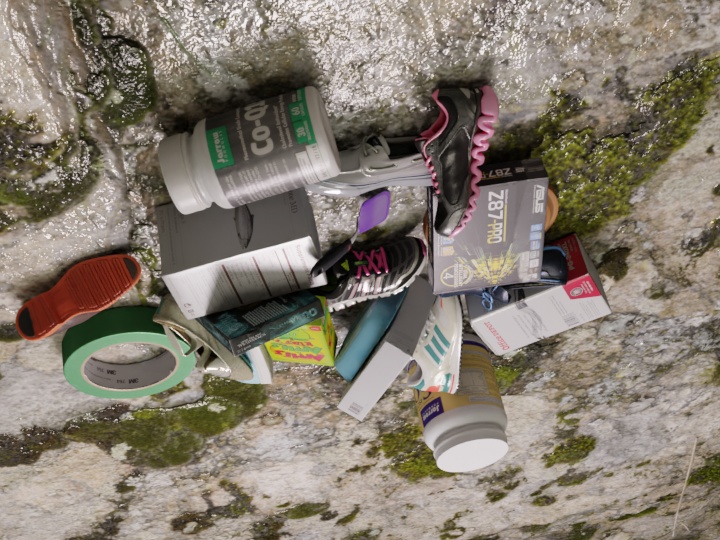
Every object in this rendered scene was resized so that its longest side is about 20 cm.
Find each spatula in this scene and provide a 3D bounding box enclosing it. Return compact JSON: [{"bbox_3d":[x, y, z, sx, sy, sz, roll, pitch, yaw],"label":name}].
[{"bbox_3d":[-0.013,-0.046,1.550,0.020,0.200,0.057,22,131,17],"label":"spatula"}]

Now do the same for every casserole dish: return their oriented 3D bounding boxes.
[{"bbox_3d":[0.012,0.087,1.794,0.039,0.121,0.200,29,133,-3],"label":"casserole dish"}]

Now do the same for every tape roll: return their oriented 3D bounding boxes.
[{"bbox_3d":[-0.354,0.128,1.783,0.199,0.048,0.201,-10,147,-6],"label":"tape roll"}]

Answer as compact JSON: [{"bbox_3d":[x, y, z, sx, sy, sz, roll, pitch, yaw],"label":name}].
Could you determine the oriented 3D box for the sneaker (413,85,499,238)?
[{"bbox_3d":[0.108,-0.140,1.469,0.095,0.079,0.201,6,108,-14],"label":"sneaker"}]

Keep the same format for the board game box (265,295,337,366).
[{"bbox_3d":[-0.095,0.089,1.752,0.101,0.048,0.200,5,159,6],"label":"board game box"}]

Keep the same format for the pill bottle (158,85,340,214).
[{"bbox_3d":[-0.132,-0.140,1.394,0.199,0.114,0.113,-17,147,6],"label":"pill bottle"}]

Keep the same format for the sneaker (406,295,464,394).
[{"bbox_3d":[0.113,0.108,1.842,0.093,0.070,0.201,0,117,-2],"label":"sneaker"}]

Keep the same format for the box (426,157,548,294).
[{"bbox_3d":[0.174,-0.059,1.617,0.160,0.049,0.201,-9,136,-5],"label":"box"}]

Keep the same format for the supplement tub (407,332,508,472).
[{"bbox_3d":[0.166,0.222,1.962,0.145,0.201,0.146,-9,147,-6],"label":"supplement tub"}]

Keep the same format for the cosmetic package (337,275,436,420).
[{"bbox_3d":[0.042,0.121,1.814,0.052,0.151,0.200,31,137,-3],"label":"cosmetic package"}]

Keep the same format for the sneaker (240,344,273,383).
[{"bbox_3d":[-0.185,0.126,1.812,0.081,0.074,0.200,-5,145,0],"label":"sneaker"}]

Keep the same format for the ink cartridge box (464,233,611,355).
[{"bbox_3d":[0.275,0.042,1.836,0.199,0.084,0.145,-22,146,15],"label":"ink cartridge box"}]

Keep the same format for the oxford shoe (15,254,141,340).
[{"bbox_3d":[-0.386,0.033,1.629,0.199,0.071,0.073,-25,174,13],"label":"oxford shoe"}]

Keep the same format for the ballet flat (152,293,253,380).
[{"bbox_3d":[-0.238,0.115,1.734,0.067,0.062,0.200,-3,136,48],"label":"ballet flat"}]

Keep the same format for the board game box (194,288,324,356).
[{"bbox_3d":[-0.149,0.049,1.586,0.135,0.200,0.028,-24,114,-18],"label":"board game box"}]

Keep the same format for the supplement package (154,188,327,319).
[{"bbox_3d":[-0.157,-0.033,1.542,0.199,0.117,0.118,-15,145,3],"label":"supplement package"}]

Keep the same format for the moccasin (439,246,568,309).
[{"bbox_3d":[0.211,0.017,1.739,0.199,0.069,0.080,-15,172,16],"label":"moccasin"}]

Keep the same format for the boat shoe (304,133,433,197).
[{"bbox_3d":[0.017,-0.145,1.492,0.199,0.074,0.067,-9,134,-26],"label":"boat shoe"}]

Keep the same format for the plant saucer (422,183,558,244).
[{"bbox_3d":[0.190,-0.070,1.686,0.199,0.032,0.201,-9,146,-6],"label":"plant saucer"}]

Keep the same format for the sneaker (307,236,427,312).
[{"bbox_3d":[0.000,0.000,1.685,0.199,0.074,0.087,-22,153,22],"label":"sneaker"}]
